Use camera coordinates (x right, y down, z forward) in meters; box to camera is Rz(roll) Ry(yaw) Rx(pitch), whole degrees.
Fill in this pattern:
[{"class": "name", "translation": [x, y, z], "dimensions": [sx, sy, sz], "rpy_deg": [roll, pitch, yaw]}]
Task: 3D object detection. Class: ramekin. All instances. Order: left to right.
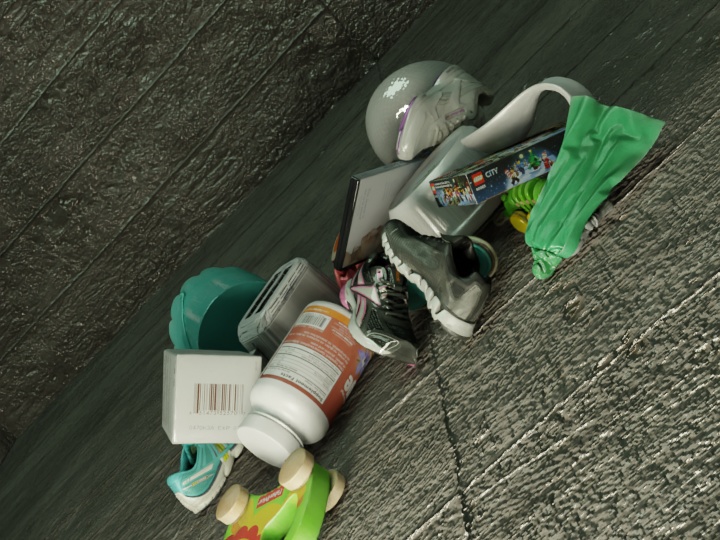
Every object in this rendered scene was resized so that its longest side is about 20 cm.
[{"class": "ramekin", "translation": [0.123, -0.109, 1.312], "dimensions": [0.203, 0.094, 0.202], "rpy_deg": [-48, 8, 9]}]

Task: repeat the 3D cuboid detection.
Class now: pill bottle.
[{"class": "pill bottle", "translation": [-0.071, 0.147, 1.224], "dimensions": [0.112, 0.112, 0.201], "rpy_deg": [-24, 28, 55]}]

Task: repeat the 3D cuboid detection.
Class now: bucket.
[{"class": "bucket", "translation": [-0.200, 0.098, 1.547], "dimensions": [0.208, 0.207, 0.134], "rpy_deg": [-50, 24, -12]}]

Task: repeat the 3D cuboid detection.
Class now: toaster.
[{"class": "toaster", "translation": [-0.091, 0.073, 1.433], "dimensions": [0.113, 0.129, 0.201], "rpy_deg": [-23, 28, 54]}]

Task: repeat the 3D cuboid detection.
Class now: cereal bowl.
[{"class": "cereal bowl", "translation": [0.110, -0.230, 1.536], "dimensions": [0.200, 0.199, 0.084], "rpy_deg": [-42, 39, 20]}]

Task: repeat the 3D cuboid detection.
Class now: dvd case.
[{"class": "dvd case", "translation": [0.038, -0.088, 1.387], "dimensions": [0.199, 0.017, 0.144], "rpy_deg": [-24, -47, -49]}]

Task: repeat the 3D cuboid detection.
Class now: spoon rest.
[{"class": "spoon rest", "translation": [0.199, -0.189, 1.154], "dimensions": [0.099, 0.061, 0.199], "rpy_deg": [-27, 10, -33]}]

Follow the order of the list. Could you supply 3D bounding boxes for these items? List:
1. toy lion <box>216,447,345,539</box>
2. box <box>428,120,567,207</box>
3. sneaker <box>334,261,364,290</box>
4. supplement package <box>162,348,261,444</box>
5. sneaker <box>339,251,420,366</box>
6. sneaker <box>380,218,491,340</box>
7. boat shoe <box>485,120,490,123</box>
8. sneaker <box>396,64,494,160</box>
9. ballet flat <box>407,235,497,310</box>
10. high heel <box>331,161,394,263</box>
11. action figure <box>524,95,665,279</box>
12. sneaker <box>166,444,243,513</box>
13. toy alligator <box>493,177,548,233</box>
[{"class": "toy lion", "translation": [-0.115, 0.315, 1.045], "dimensions": [0.199, 0.068, 0.193], "rpy_deg": [-36, 26, 37]}, {"class": "box", "translation": [0.195, -0.134, 1.159], "dimensions": [0.198, 0.038, 0.136], "rpy_deg": [-25, 8, -13]}, {"class": "sneaker", "translation": [0.000, 0.000, 1.441], "dimensions": [0.074, 0.087, 0.200], "rpy_deg": [-44, 15, 9]}, {"class": "supplement package", "translation": [-0.210, 0.171, 1.321], "dimensions": [0.200, 0.115, 0.119], "rpy_deg": [171, 101, -75]}, {"class": "sneaker", "translation": [0.028, 0.038, 1.187], "dimensions": [0.087, 0.080, 0.200], "rpy_deg": [-62, 30, 18]}, {"class": "sneaker", "translation": [0.094, -0.013, 1.114], "dimensions": [0.091, 0.066, 0.201], "rpy_deg": [-57, 42, 21]}, {"class": "boat shoe", "translation": [0.153, -0.165, 1.468], "dimensions": [0.199, 0.072, 0.065], "rpy_deg": [-36, 13, 20]}, {"class": "sneaker", "translation": [0.125, -0.225, 1.394], "dimensions": [0.200, 0.099, 0.075], "rpy_deg": [-50, -16, -31]}, {"class": "ballet flat", "translation": [0.115, -0.007, 1.196], "dimensions": [0.199, 0.069, 0.070], "rpy_deg": [-28, 24, 53]}, {"class": "high heel", "translation": [0.036, -0.072, 1.514], "dimensions": [0.201, 0.096, 0.067], "rpy_deg": [-54, 16, -15]}, {"class": "action figure", "translation": [0.234, -0.082, 1.025], "dimensions": [0.118, 0.055, 0.202], "rpy_deg": [25, 85, 44]}, {"class": "sneaker", "translation": [-0.223, 0.263, 1.419], "dimensions": [0.077, 0.080, 0.201], "rpy_deg": [-37, 18, 35]}, {"class": "toy alligator", "translation": [0.198, -0.085, 1.162], "dimensions": [0.059, 0.054, 0.200], "rpy_deg": [-51, 15, -14]}]
